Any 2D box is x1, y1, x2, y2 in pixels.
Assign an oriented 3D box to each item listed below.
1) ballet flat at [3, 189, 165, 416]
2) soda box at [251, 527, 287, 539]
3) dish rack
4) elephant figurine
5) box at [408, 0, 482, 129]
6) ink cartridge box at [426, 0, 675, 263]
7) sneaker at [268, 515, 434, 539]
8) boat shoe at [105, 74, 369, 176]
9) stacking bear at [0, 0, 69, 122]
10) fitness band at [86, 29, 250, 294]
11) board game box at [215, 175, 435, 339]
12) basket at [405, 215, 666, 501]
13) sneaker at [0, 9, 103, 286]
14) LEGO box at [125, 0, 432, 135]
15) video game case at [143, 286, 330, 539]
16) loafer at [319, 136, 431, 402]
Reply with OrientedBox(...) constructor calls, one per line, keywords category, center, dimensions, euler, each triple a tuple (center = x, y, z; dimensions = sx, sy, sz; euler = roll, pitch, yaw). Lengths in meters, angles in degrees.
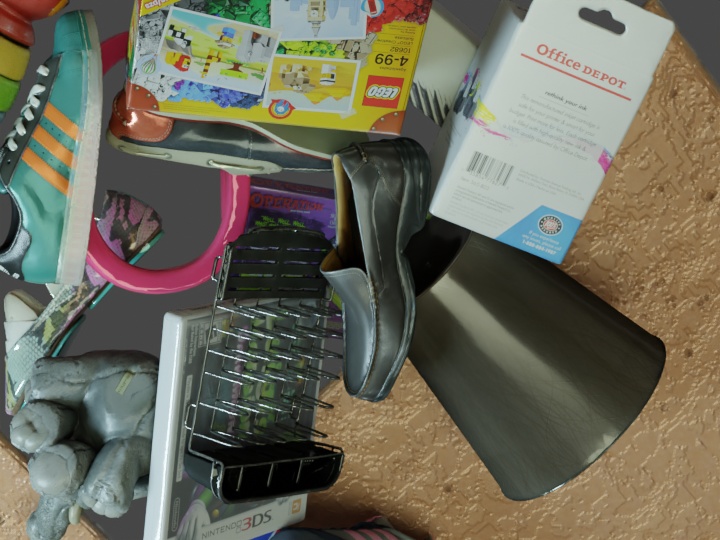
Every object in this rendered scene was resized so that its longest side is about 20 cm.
OrientedBox(category="ballet flat", center=(-0.235, 0.020, 1.493), dimensions=(0.071, 0.069, 0.201), euler=(37, 98, -3))
OrientedBox(category="soda box", center=(-0.091, 0.234, 1.601), dimensions=(0.064, 0.068, 0.201), euler=(-24, 115, 0))
OrientedBox(category="dish rack", center=(-0.063, 0.068, 1.429), dimensions=(0.153, 0.054, 0.202), euler=(0, 103, -56))
OrientedBox(category="elephant figurine", center=(-0.200, 0.139, 1.504), dimensions=(0.153, 0.200, 0.143), euler=(5, 71, 5))
OrientedBox(category="box", center=(0.071, -0.152, 1.462), dimensions=(0.199, 0.082, 0.068), euler=(37, 103, -20))
OrientedBox(category="ink cartridge box", center=(0.136, -0.122, 1.405), dimensions=(0.114, 0.068, 0.201), euler=(20, 108, -17))
OrientedBox(category="sneaker", center=(-0.005, 0.241, 1.596), dimensions=(0.199, 0.083, 0.070), euler=(27, 128, -36))
OrientedBox(category="boat shoe", center=(-0.090, -0.102, 1.408), dimensions=(0.198, 0.072, 0.063), euler=(10, 132, -23))
OrientedBox(category="stacking bear", center=(-0.284, -0.165, 1.380), dimensions=(0.113, 0.121, 0.201), euler=(32, 95, -8))
OrientedBox(category="fitness band", center=(-0.157, -0.083, 1.442), dimensions=(0.142, 0.037, 0.202), euler=(-4, 94, -14))
OrientedBox(category="board game box", center=(-0.011, -0.003, 1.538), dimensions=(0.198, 0.032, 0.121), euler=(9, 115, -15))
OrientedBox(category="basket", center=(0.113, 0.056, 1.506), dimensions=(0.180, 0.136, 0.200), euler=(-44, 110, 8))
OrientedBox(category="sneaker", center=(-0.230, -0.091, 1.369), dimensions=(0.079, 0.071, 0.202), euler=(5, 95, -12))
OrientedBox(category="LEGO box", center=(-0.058, -0.184, 1.320), dimensions=(0.198, 0.078, 0.150), euler=(4, 129, -11))
OrientedBox(category="video game case", center=(-0.094, 0.118, 1.470), dimensions=(0.181, 0.023, 0.202), euler=(-12, 112, -53))
OrientedBox(category="loafer", center=(0.000, 0.000, 1.411), dimensions=(0.072, 0.073, 0.202), euler=(-1, 100, -30))
